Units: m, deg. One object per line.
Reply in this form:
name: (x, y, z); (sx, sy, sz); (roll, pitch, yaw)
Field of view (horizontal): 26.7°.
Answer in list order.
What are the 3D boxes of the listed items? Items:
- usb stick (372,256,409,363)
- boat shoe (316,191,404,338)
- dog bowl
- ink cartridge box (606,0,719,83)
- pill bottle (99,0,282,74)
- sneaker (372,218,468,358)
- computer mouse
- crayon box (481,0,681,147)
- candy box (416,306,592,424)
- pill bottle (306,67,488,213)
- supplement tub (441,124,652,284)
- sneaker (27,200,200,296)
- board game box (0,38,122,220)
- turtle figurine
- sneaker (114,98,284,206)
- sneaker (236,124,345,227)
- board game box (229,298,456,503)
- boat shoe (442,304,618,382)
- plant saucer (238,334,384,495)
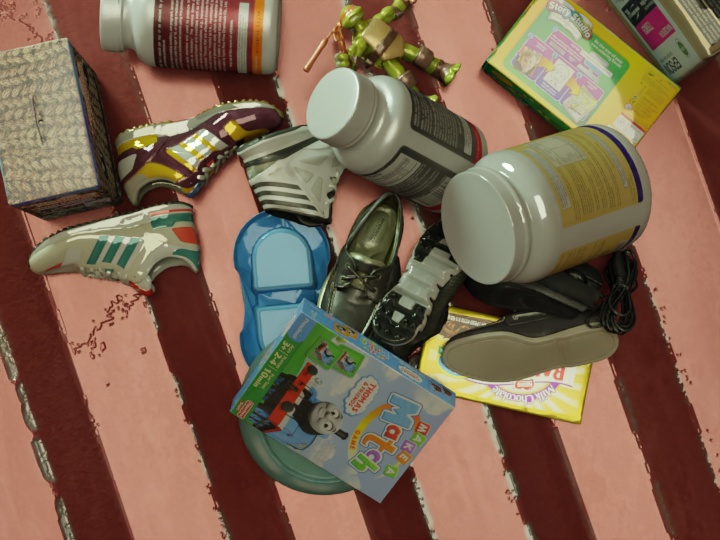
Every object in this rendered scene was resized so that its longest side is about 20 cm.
usb stick: (0.026, 0.077, 1.744); (0.055, 0.033, 0.202); (-5, 87, -1)
boat shoe: (0.001, 0.000, 1.685); (0.071, 0.066, 0.202); (20, 63, 0)
dog bowl: (-0.086, 0.031, 1.735); (0.110, 0.050, 0.202); (-5, 88, -2)
ink cartridge box: (0.346, -0.303, 1.686); (0.075, 0.200, 0.165); (-35, 88, -2)
pill bottle: (-0.190, -0.284, 1.714); (0.198, 0.113, 0.114); (4, 87, -2)
sneaker: (0.080, 0.018, 1.705); (0.066, 0.091, 0.201); (28, 66, 19)
computer mouse: (0.215, 0.003, 1.714); (0.198, 0.139, 0.053); (6, 130, 10)
crayon box: (0.254, -0.222, 1.750); (0.200, 0.058, 0.119); (39, 87, 0)
candy box: (0.167, 0.108, 1.749); (0.198, 0.026, 0.103); (12, 88, -1)
pill bottle: (0.039, -0.145, 1.657); (0.199, 0.110, 0.112); (24, 86, -41)
supplement tub: (0.202, -0.070, 1.648); (0.199, 0.145, 0.147); (-18, 88, -32)
sneaker: (-0.276, -0.011, 1.720); (0.198, 0.070, 0.094); (-16, 82, -5)
board game box: (-0.335, -0.149, 1.661); (0.096, 0.200, 0.161); (-12, 88, -2)
turtle figurine: (0.026, -0.248, 1.736); (0.161, 0.064, 0.200); (41, 56, -6)
sneaker: (-0.177, -0.130, 1.724); (0.198, 0.075, 0.091); (-15, 76, 6)
sneaker: (-0.037, -0.113, 1.716); (0.199, 0.076, 0.116); (-20, 94, -26)
board game box: (-0.019, 0.144, 1.650); (0.199, 0.037, 0.152); (31, 113, -11)
boat shoe: (0.190, 0.077, 1.721); (0.198, 0.063, 0.073); (-7, 129, 2)
plant saucer: (-0.038, 0.159, 1.702); (0.198, 0.027, 0.202); (-1, 100, -6)
